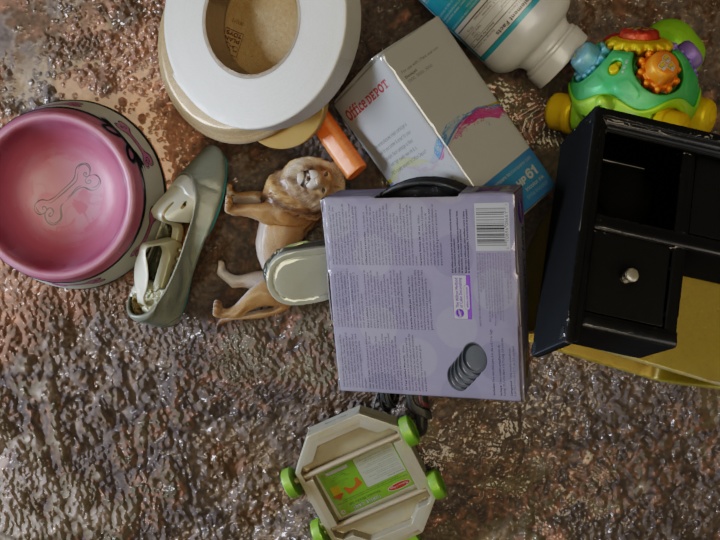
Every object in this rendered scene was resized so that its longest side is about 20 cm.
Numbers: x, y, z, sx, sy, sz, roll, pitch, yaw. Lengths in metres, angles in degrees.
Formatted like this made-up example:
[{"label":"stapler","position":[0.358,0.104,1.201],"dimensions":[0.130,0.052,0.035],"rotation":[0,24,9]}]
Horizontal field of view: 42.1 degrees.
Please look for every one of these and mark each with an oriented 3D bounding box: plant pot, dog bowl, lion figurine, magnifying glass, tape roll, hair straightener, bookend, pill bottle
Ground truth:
[{"label":"plant pot","position":[0.270,-0.007,0.933],"dimensions":[0.192,0.196,0.202],"rotation":[16,84,-2]},{"label":"dog bowl","position":[-0.306,-0.077,0.968],"dimensions":[0.197,0.074,0.203],"rotation":[0,95,0]},{"label":"lion figurine","position":[-0.087,-0.025,0.986],"dimensions":[0.121,0.073,0.202],"rotation":[7,109,-10]},{"label":"magnifying glass","position":[-0.059,-0.180,0.959],"dimensions":[0.079,0.022,0.201],"rotation":[-39,78,27]},{"label":"tape roll","position":[-0.096,-0.234,0.884],"dimensions":[0.200,0.037,0.206],"rotation":[3,97,23]},{"label":"hair straightener","position":[0.034,0.096,1.012],"dimensions":[0.076,0.041,0.203],"rotation":[-6,100,4]},{"label":"bookend","position":[0.263,-0.011,0.793],"dimensions":[0.196,0.092,0.202],"rotation":[13,77,-4]},{"label":"pill bottle","position":[0.133,-0.277,0.938],"dimensions":[0.200,0.111,0.111],"rotation":[43,93,-5]}]

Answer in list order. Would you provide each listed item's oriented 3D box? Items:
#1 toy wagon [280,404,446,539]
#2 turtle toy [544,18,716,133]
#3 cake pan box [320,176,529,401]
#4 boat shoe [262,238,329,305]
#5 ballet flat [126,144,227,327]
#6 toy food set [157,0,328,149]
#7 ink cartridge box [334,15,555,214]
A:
[{"label":"toy wagon","position":[0.014,0.246,1.009],"dimensions":[0.154,0.040,0.201],"rotation":[-25,105,10]},{"label":"turtle toy","position":[0.279,-0.190,0.925],"dimensions":[0.145,0.199,0.102],"rotation":[17,118,34]},{"label":"cake pan box","position":[0.061,0.017,0.863],"dimensions":[0.182,0.052,0.203],"rotation":[-1,104,19]},{"label":"boat shoe","position":[0.000,-0.003,0.948],"dimensions":[0.199,0.060,0.073],"rotation":[-3,102,-14]},{"label":"ballet flat","position":[-0.193,-0.037,0.971],"dimensions":[0.063,0.067,0.202],"rotation":[11,100,-46]},{"label":"toy food set","position":[-0.117,-0.228,0.941],"dimensions":[0.198,0.049,0.201],"rotation":[10,100,23]},{"label":"ink cartridge box","position":[0.078,-0.127,0.925],"dimensions":[0.084,0.144,0.201],"rotation":[-39,96,-21]}]
